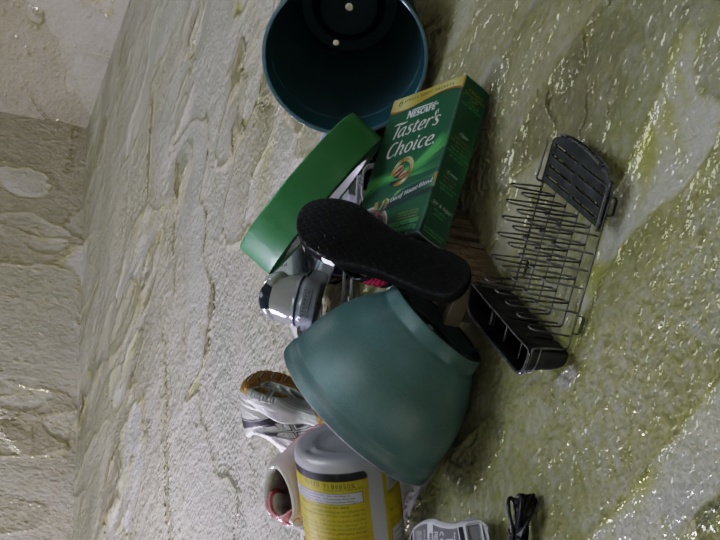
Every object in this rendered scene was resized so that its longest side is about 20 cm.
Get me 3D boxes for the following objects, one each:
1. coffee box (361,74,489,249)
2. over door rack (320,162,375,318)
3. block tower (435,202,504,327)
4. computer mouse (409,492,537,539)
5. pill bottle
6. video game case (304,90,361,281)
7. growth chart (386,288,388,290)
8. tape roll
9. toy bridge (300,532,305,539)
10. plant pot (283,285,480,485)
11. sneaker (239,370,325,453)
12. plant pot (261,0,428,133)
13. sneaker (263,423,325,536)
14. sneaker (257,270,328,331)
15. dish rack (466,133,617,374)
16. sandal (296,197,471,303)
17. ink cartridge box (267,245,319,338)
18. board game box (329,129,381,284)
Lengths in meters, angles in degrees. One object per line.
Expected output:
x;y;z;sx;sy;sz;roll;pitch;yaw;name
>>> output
0.061;-0.106;1.449;0.122;0.044;0.202;-12;52;49;coffee box
0.000;0.000;1.545;0.148;0.066;0.202;103;-178;-65;over door rack
0.095;-0.016;1.430;0.201;0.057;0.054;-109;34;-55;block tower
0.110;0.271;1.296;0.199;0.043;0.111;-19;69;61;computer mouse
-0.007;0.274;1.456;0.111;0.110;0.203;-145;46;-67;pill bottle
-0.040;-0.098;1.743;0.201;0.023;0.184;113;157;-46;video game case
0.053;-0.007;1.590;0.144;0.018;0.203;177;99;-70;growth chart
-0.055;-0.086;1.525;0.201;0.048;0.200;-49;0;0;tape roll
-0.037;0.291;1.623;0.027;0.067;0.201;-39;-15;-49;toy bridge
0.038;0.099;1.378;0.134;0.200;0.201;-48;30;12;plant pot
-0.053;0.188;1.609;0.076;0.198;0.089;-39;-38;-53;sneaker
-0.018;-0.298;1.671;0.189;0.198;0.202;-89;17;-60;plant pot
-0.057;0.285;1.540;0.075;0.104;0.203;10;118;45;sneaker
-0.078;0.027;1.525;0.200;0.070;0.074;93;-167;-85;sneaker
0.167;-0.021;1.236;0.154;0.054;0.202;-127;47;-61;dish rack
0.019;-0.011;1.359;0.075;0.198;0.045;-54;-23;-27;sandal
-0.086;0.059;1.757;0.163;0.056;0.202;71;-166;-46;ink cartridge box
-0.017;-0.094;1.784;0.135;0.034;0.203;152;124;-66;board game box
